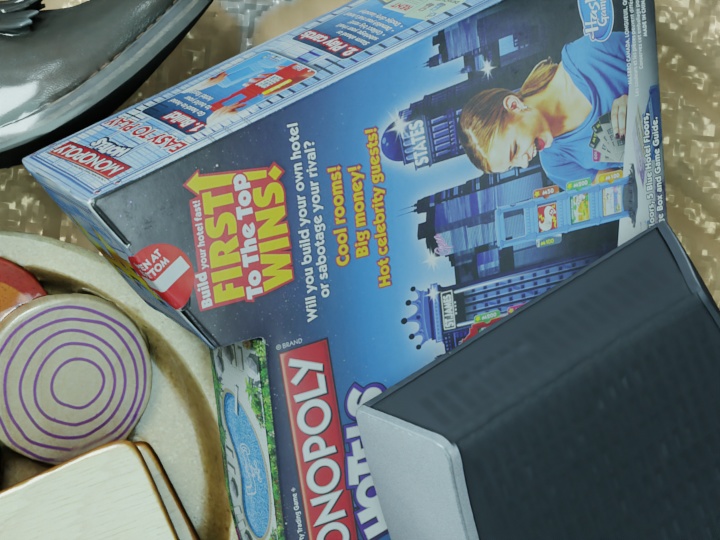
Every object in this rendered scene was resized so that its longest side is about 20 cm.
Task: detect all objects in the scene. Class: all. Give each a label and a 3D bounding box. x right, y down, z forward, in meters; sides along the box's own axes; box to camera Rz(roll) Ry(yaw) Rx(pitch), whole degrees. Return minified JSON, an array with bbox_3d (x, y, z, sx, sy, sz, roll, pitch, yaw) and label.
[{"bbox_3d":[-0.166,-0.103,0.884,0.200,0.069,0.174,-28,89,-11],"label":"boot"},{"bbox_3d":[-0.121,0.087,0.899,0.205,0.070,0.206,-1,95,-7],"label":"toy sandwich meal"},{"bbox_3d":[0.000,0.000,0.884,0.200,0.062,0.200,-13,109,-24],"label":"board game box"},{"bbox_3d":[0.088,0.099,0.899,0.135,0.042,0.200,-31,119,-16],"label":"hard drive"}]
